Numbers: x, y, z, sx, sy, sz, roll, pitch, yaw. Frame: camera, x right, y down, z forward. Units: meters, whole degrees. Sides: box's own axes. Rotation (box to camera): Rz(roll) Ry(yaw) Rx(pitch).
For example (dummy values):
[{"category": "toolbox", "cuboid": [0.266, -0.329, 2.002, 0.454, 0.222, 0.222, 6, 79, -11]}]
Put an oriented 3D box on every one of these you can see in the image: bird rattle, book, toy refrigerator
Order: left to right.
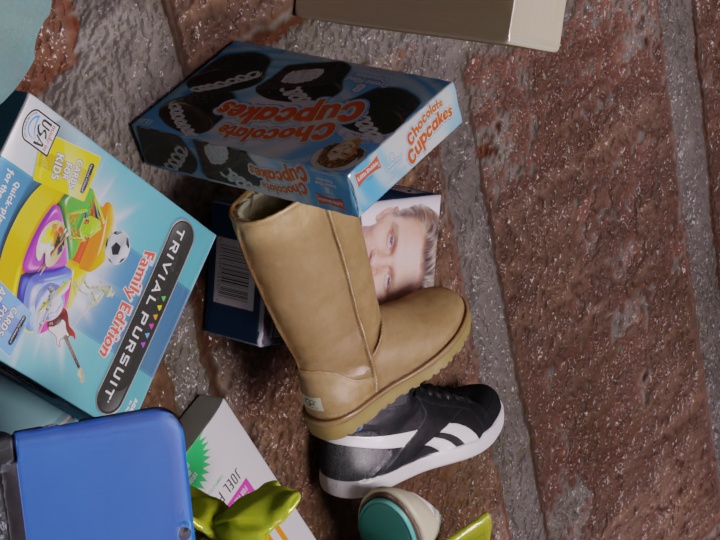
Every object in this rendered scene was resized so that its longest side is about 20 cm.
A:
[{"category": "bird rattle", "cuboid": [-0.106, 0.234, 1.385, 0.163, 0.112, 0.201, 72, 30, -56]}, {"category": "book", "cuboid": [-0.103, 0.208, 1.512, 0.134, 0.048, 0.201, -53, 132, -28]}, {"category": "toy refrigerator", "cuboid": [0.052, -0.206, 1.457, 0.070, 0.199, 0.077, 1, 98, -50]}]

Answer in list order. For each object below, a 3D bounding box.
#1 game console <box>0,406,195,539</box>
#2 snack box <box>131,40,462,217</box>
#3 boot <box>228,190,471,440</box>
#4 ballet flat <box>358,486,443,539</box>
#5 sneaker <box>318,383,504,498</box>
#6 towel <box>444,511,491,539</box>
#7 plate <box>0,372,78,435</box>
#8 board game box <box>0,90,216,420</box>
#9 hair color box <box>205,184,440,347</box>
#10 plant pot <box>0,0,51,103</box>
[{"category": "game console", "cuboid": [-0.200, 0.182, 1.273, 0.118, 0.170, 0.202, -18, 109, -46]}, {"category": "snack box", "cuboid": [-0.044, -0.099, 1.370, 0.116, 0.199, 0.037, -44, 132, -34]}, {"category": "boot", "cuboid": [0.000, 0.000, 1.462, 0.175, 0.066, 0.201, -42, 130, -34]}, {"category": "ballet flat", "cuboid": [0.034, 0.218, 1.624, 0.069, 0.069, 0.201, -45, 158, -33]}, {"category": "sneaker", "cuboid": [0.046, 0.100, 1.633, 0.199, 0.073, 0.113, -22, 118, -43]}, {"category": "towel", "cuboid": [0.022, 0.262, 1.573, 0.199, 0.018, 0.086, -31, 151, -21]}, {"category": "plate", "cuboid": [-0.225, 0.047, 1.333, 0.200, 0.025, 0.202, -18, 114, -47]}, {"category": "board game box", "cuboid": [-0.193, -0.002, 1.301, 0.200, 0.047, 0.152, 38, 70, -48]}, {"category": "hair color box", "cuboid": [-0.025, -0.008, 1.529, 0.199, 0.060, 0.101, -9, 108, -49]}, {"category": "plant pot", "cuboid": [-0.280, -0.167, 1.090, 0.196, 0.199, 0.202, 19, 86, -58]}]
